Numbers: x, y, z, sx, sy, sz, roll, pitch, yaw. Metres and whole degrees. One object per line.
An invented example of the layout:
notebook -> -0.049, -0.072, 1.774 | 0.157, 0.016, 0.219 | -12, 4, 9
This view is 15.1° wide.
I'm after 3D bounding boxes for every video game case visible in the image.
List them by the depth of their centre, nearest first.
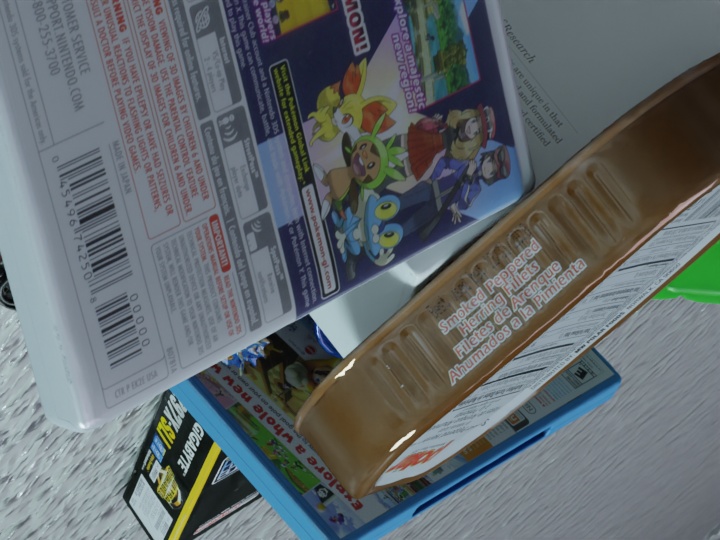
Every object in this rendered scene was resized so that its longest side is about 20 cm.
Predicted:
video game case -> -0.037, -0.082, 0.756 | 0.182, 0.201, 0.023 | -28, -156, -35
video game case -> 0.012, 0.045, 1.296 | 0.200, 0.143, 0.018 | -27, 155, -38

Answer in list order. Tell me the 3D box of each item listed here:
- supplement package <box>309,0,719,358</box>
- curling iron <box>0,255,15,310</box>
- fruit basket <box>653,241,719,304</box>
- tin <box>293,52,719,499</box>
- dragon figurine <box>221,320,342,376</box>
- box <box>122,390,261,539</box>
supplement package -> 0.045, -0.087, 0.944 | 0.200, 0.152, 0.151 | -35, 168, -14
curling iron -> -0.101, -0.044, 0.970 | 0.049, 0.026, 0.200 | 6, 145, -14
fruit basket -> 0.208, -0.107, 1.384 | 0.155, 0.217, 0.216 | 4, 157, -6
tin -> 0.063, 0.004, 0.882 | 0.200, 0.042, 0.112 | -42, 163, 20
dragon figurine -> 0.000, 0.000, 1.272 | 0.200, 0.059, 0.099 | -3, 143, -50
box -> -0.024, 0.057, 1.443 | 0.200, 0.049, 0.160 | -31, 162, -28
